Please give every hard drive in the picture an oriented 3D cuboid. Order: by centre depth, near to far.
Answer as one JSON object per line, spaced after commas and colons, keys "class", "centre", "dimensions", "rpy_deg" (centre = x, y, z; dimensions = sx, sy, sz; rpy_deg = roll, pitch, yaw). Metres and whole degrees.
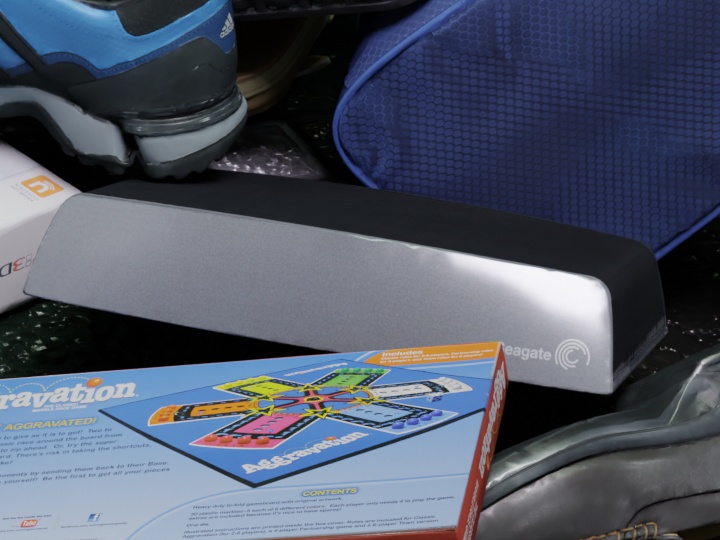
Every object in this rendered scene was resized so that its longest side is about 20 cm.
{"class": "hard drive", "centre": [0.000, 0.000, 1.005], "dimensions": [0.200, 0.042, 0.135], "rpy_deg": [10, 10, 13]}

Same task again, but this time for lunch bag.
{"class": "lunch bag", "centre": [0.094, -0.098, 1.086], "dimensions": [0.136, 0.200, 0.132], "rpy_deg": [45, 25, -22]}

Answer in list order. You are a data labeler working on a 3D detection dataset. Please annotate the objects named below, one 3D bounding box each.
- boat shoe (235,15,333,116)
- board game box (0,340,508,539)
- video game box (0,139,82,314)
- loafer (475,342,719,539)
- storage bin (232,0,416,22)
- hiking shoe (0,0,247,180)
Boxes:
{"class": "boat shoe", "centre": [-0.042, -0.109, 1.194], "dimensions": [0.073, 0.063, 0.200], "rpy_deg": [-4, 33, 8]}
{"class": "board game box", "centre": [-0.059, 0.063, 0.907], "dimensions": [0.200, 0.019, 0.103], "rpy_deg": [-5, 31, 14]}
{"class": "video game box", "centre": [-0.229, -0.028, 1.035], "dimensions": [0.200, 0.047, 0.182], "rpy_deg": [32, 36, 29]}
{"class": "loafer", "centre": [0.078, 0.081, 0.936], "dimensions": [0.200, 0.073, 0.072], "rpy_deg": [-24, 88, -21]}
{"class": "storage bin", "centre": [-0.058, -0.169, 1.068], "dimensions": [0.200, 0.094, 0.135], "rpy_deg": [-2, 56, 31]}
{"class": "hiking shoe", "centre": [-0.134, -0.094, 1.036], "dimensions": [0.200, 0.087, 0.074], "rpy_deg": [8, 28, 9]}
